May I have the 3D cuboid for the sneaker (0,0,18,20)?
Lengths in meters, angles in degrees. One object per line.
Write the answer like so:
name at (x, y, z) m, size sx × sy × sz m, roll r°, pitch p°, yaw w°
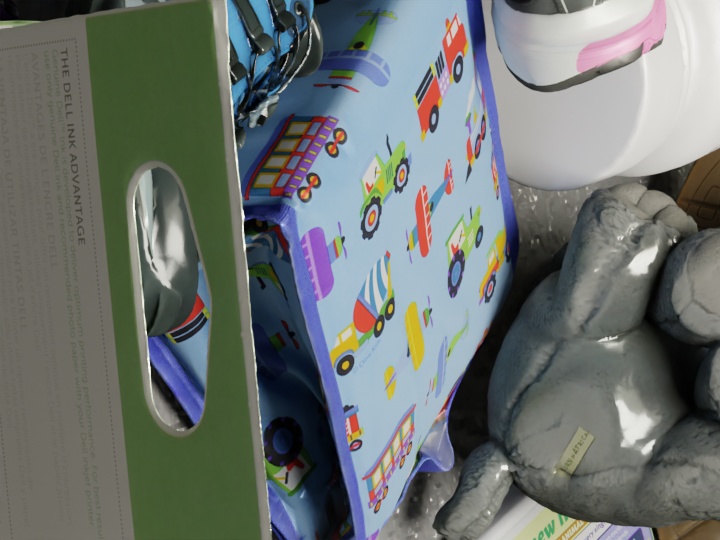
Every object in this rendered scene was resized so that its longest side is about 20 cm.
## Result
sneaker at (-0.118, -0.177, 0.719) m, size 0.088 × 0.074 × 0.201 m, roll 35°, pitch 62°, yaw -71°

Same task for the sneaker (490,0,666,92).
sneaker at (0.064, -0.158, 0.847) m, size 0.200 × 0.080 × 0.087 m, roll -109°, pitch -177°, yaw -48°

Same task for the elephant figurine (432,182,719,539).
elephant figurine at (0.135, 0.029, 0.949) m, size 0.200 × 0.154 × 0.142 m, roll -29°, pitch 128°, yaw -69°

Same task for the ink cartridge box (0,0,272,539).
ink cartridge box at (-0.084, 0.007, 0.631) m, size 0.048 × 0.199 × 0.146 m, roll -9°, pitch 95°, yaw -48°

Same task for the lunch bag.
lunch bag at (0.000, 0.000, 0.837) m, size 0.151 × 0.094 × 0.200 m, roll -61°, pitch 141°, yaw -36°

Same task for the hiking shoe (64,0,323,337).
hiking shoe at (-0.048, -0.066, 0.714) m, size 0.086 × 0.074 × 0.201 m, roll 11°, pitch 53°, yaw -20°

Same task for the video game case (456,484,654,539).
video game case at (0.070, 0.182, 0.958) m, size 0.200 × 0.022 × 0.183 m, roll -37°, pitch 116°, yaw -45°

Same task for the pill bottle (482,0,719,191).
pill bottle at (0.124, -0.103, 0.964) m, size 0.200 × 0.113 × 0.114 m, roll -24°, pitch 107°, yaw -49°

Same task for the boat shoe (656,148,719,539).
boat shoe at (0.164, 0.034, 1.046) m, size 0.065 × 0.072 × 0.201 m, roll 19°, pitch 77°, yaw -79°
